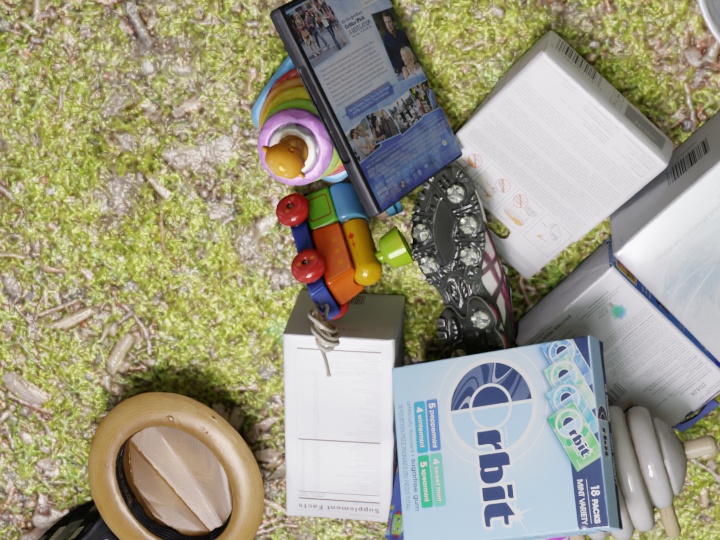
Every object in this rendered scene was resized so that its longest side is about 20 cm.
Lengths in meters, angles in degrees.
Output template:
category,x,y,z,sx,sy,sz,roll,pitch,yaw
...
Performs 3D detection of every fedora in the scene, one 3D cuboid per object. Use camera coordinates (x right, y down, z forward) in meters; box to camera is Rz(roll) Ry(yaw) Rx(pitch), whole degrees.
category,x,y,z,sx,sy,sz,roll,pitch,yaw
fedora,-0.186,0.210,1.572,0.198,0.082,0.203,3,108,10

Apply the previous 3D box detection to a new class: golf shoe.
category,x,y,z,sx,sy,sz,roll,pitch,yaw
golf shoe,0.103,-0.003,1.450,0.076,0.088,0.202,-7,98,27

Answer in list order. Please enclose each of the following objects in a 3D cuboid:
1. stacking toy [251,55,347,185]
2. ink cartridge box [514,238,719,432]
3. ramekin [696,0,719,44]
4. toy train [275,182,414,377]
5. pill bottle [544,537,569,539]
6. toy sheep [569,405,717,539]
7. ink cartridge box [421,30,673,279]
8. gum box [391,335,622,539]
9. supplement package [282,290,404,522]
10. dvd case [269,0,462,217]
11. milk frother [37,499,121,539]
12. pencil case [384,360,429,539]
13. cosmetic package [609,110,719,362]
category,x,y,z,sx,sy,sz,roll,pitch,yaw
stacking toy,-0.052,-0.118,1.354,0.116,0.200,0.110,36,112,-5
ink cartridge box,0.265,0.089,1.461,0.200,0.076,0.136,43,114,-9
ramekin,0.381,-0.273,1.283,0.198,0.105,0.202,3,113,6
toy train,0.000,0.000,1.408,0.115,0.201,0.085,-23,143,7
pill bottle,0.172,0.283,1.538,0.103,0.104,0.202,-4,112,9
toy sheep,0.237,0.192,1.405,0.198,0.138,0.139,-19,109,6
ink cartridge box,0.171,-0.105,1.424,0.161,0.050,0.200,40,130,-9
gum box,0.130,0.160,1.367,0.198,0.044,0.172,-10,74,25
supplement package,-0.015,0.135,1.501,0.112,0.110,0.202,3,112,6
dvd case,0.008,-0.165,1.352,0.017,0.142,0.201,-16,104,45
milk frother,-0.307,0.377,1.644,0.189,0.180,0.199,55,152,-14
pencil case,0.077,0.189,1.467,0.086,0.078,0.202,21,73,-34
cosmetic package,0.368,-0.032,1.375,0.200,0.123,0.199,43,111,-11
